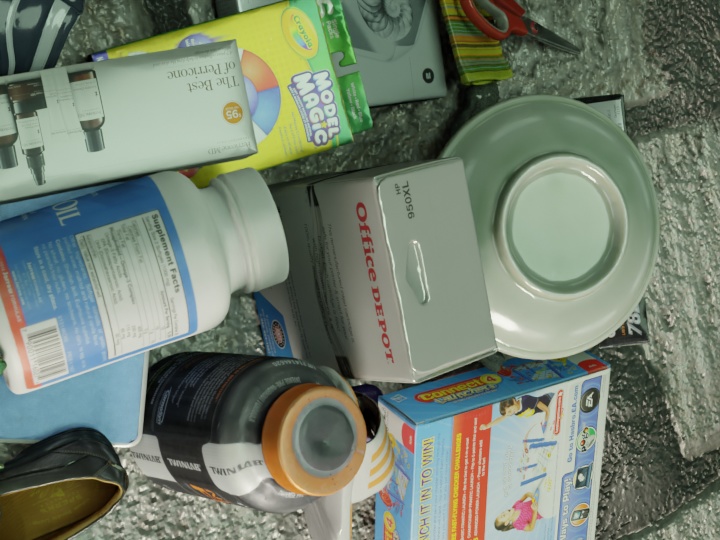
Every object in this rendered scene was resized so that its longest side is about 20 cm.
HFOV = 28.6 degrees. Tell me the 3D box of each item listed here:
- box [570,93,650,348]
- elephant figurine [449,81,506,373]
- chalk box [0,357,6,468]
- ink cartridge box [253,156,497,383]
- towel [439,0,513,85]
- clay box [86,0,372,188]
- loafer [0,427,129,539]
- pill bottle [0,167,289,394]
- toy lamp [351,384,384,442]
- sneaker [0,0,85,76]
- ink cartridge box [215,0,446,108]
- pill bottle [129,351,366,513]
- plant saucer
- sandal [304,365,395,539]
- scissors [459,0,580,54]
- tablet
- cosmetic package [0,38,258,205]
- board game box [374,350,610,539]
[{"bbox_3d":[0.205,-0.044,1.207,0.049,0.200,0.201,-5,93,5],"label":"box"},{"bbox_3d":[0.106,-0.046,1.178,0.200,0.140,0.157,-38,140,-46],"label":"elephant figurine"},{"bbox_3d":[-0.313,0.075,0.873,0.200,0.124,0.124,43,66,-25],"label":"chalk box"},{"bbox_3d":[0.000,0.000,1.048,0.084,0.199,0.146,-17,99,-33],"label":"ink cartridge box"},{"bbox_3d":[0.082,-0.255,1.184,0.086,0.018,0.202,-19,95,-61],"label":"towel"},{"bbox_3d":[-0.090,-0.130,1.044,0.198,0.048,0.116,-18,100,-12],"label":"clay box"},{"bbox_3d":[-0.247,0.171,0.936,0.199,0.072,0.073,-32,111,-17],"label":"loafer"},{"bbox_3d":[-0.153,-0.001,0.942,0.198,0.112,0.114,-19,100,-18],"label":"pill bottle"},{"bbox_3d":[0.048,0.126,1.168,0.198,0.058,0.059,9,84,-37],"label":"toy lamp"},{"bbox_3d":[-0.245,-0.227,0.960,0.107,0.070,0.203,0,96,-30],"label":"sneaker"},{"bbox_3d":[-0.026,-0.227,1.132,0.198,0.040,0.203,-13,96,-34],"label":"ink cartridge box"},{"bbox_3d":[-0.078,0.112,0.991,0.105,0.199,0.108,1,88,-34],"label":"pill bottle"},{"bbox_3d":[0.145,-0.033,1.061,0.198,0.050,0.203,0,90,-17],"label":"plant saucer"},{"bbox_3d":[-0.008,0.144,1.073,0.059,0.079,0.208,-19,138,-22],"label":"sandal"},{"bbox_3d":[0.142,-0.209,1.233,0.199,0.014,0.074,32,51,-47],"label":"scissors"},{"bbox_3d":[-0.209,0.021,0.989,0.129,0.014,0.203,5,92,-19],"label":"tablet"},{"bbox_3d":[-0.175,-0.100,0.963,0.198,0.051,0.084,-13,95,-18],"label":"cosmetic package"},{"bbox_3d":[0.107,0.178,1.158,0.194,0.056,0.202,-12,116,-29],"label":"board game box"}]
